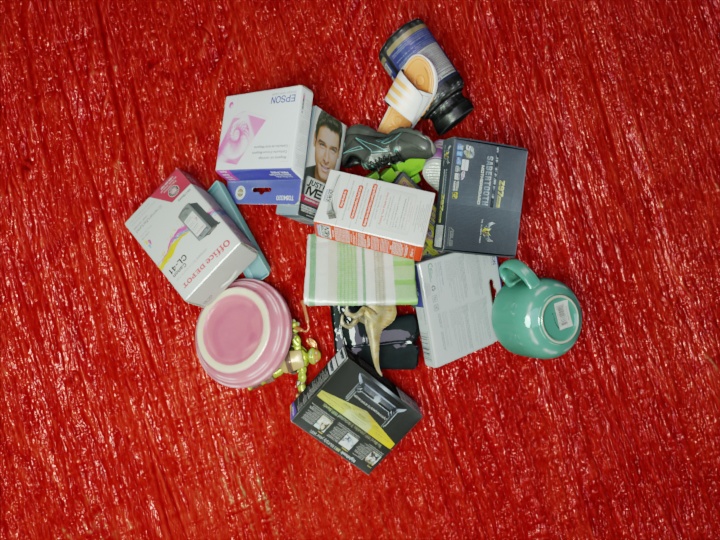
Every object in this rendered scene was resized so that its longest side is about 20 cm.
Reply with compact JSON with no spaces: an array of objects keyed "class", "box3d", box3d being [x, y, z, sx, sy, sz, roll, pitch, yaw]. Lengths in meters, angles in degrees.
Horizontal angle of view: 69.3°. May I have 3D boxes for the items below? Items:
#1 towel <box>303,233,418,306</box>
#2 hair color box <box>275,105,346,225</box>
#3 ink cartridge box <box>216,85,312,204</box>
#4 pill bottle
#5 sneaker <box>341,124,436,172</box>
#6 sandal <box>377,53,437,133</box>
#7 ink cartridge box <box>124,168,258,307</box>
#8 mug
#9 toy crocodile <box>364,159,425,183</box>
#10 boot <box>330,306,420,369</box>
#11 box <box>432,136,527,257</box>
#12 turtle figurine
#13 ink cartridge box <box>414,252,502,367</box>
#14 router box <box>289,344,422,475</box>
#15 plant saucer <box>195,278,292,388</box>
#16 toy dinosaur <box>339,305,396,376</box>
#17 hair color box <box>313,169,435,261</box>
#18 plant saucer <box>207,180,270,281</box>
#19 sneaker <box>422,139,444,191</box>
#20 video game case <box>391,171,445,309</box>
[{"class":"towel","box3d":[0.000,0.000,0.930,0.195,0.031,0.152,1,58,-2]},{"class":"hair color box","box3d":[-0.092,-0.195,0.991,0.060,0.098,0.205,6,85,35]},{"class":"ink cartridge box","box3d":[-0.183,-0.227,0.960,0.193,0.043,0.205,4,85,33]},{"class":"pill bottle","box3d":[0.131,-0.372,1.019,0.111,0.112,0.202,-35,91,-6]},{"class":"sneaker","box3d":[0.049,-0.218,0.971,0.197,0.075,0.081,13,74,34]},{"class":"sandal","box3d":[0.076,-0.297,0.980,0.079,0.059,0.209,37,125,13]},{"class":"ink cartridge box","box3d":[-0.306,-0.059,0.946,0.148,0.086,0.200,-45,73,1]},{"class":"mug","box3d":[0.332,0.083,0.993,0.183,0.114,0.154,30,79,-16]},{"class":"toy crocodile","box3d":[0.059,-0.183,1.033,0.198,0.062,0.068,-35,108,-8]},{"class":"boot","box3d":[0.027,0.097,1.005,0.164,0.076,0.205,-6,84,-9]},{"class":"box","box3d":[0.220,-0.131,0.959,0.154,0.051,0.205,5,95,-19]},{"class":"turtle figurine","box3d":[-0.142,0.163,0.992,0.158,0.064,0.205,-10,97,3]},{"class":"ink cartridge box","box3d":[0.193,0.061,1.010,0.197,0.043,0.201,-15,99,-31]},{"class":"router box","box3d":[-0.007,0.260,0.962,0.199,0.052,0.158,41,97,-20]},{"class":"plant saucer","box3d":[-0.224,0.111,0.958,0.196,0.051,0.205,-4,75,15]},{"class":"toy dinosaur","box3d":[0.016,0.082,0.936,0.099,0.058,0.205,8,77,-10]},{"class":"hair color box","box3d":[0.026,-0.099,0.933,0.196,0.064,0.113,14,67,5]},{"class":"plant saucer","box3d":[-0.236,-0.071,1.001,0.019,0.069,0.203,-28,89,-47]},{"class":"sneaker","box3d":[0.208,-0.177,1.038,0.200,0.072,0.116,45,42,-25]},{"class":"video game case","box3d":[0.095,-0.055,1.017,0.199,0.025,0.182,40,87,-16]}]
